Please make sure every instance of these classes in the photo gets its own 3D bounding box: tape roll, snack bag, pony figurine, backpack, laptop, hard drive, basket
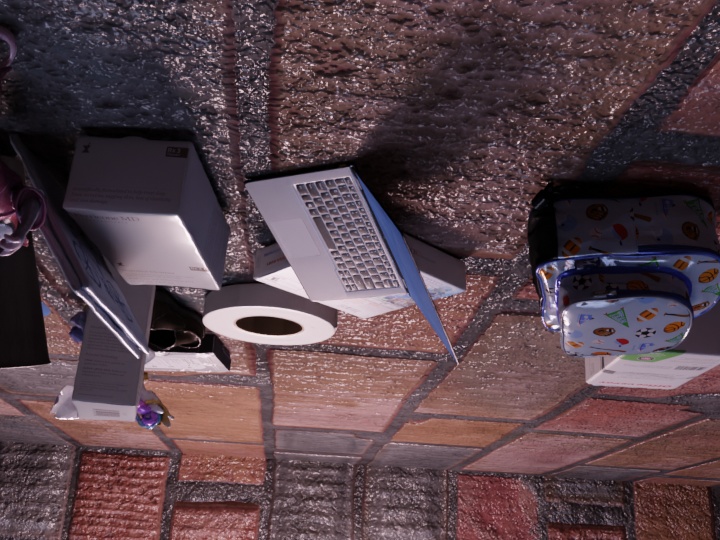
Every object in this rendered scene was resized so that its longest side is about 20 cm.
[{"bbox_3d":[-0.135,0.069,1.219,0.202,0.037,0.203,2,159,1],"label":"tape roll"},{"bbox_3d":[-0.284,-0.022,0.812,0.021,0.200,0.189,-29,158,-9],"label":"snack bag"},{"bbox_3d":[-0.375,0.147,1.237,0.166,0.200,0.193,-40,148,6],"label":"pony figurine"},{"bbox_3d":[0.277,0.000,0.840,0.190,0.155,0.200,-12,154,9],"label":"backpack"},{"bbox_3d":[-0.011,0.000,0.824,0.199,0.116,0.188,-6,134,23],"label":"laptop"},{"bbox_3d":[-0.345,0.150,1.464,0.199,0.038,0.140,1,160,3],"label":"hard drive"},{"bbox_3d":[-0.389,-0.010,0.782,0.180,0.201,0.136,4,178,-23],"label":"basket"}]

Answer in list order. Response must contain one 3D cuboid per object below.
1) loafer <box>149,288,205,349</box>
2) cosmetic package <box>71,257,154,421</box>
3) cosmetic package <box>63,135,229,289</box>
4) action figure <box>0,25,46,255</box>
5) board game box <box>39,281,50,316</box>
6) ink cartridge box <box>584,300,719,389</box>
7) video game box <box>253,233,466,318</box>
[{"bbox_3d":[-0.302,0.090,1.248,0.073,0.072,0.200,-3,158,14],"label":"loafer"},{"bbox_3d":[-0.321,0.089,1.070,0.081,0.201,0.113,7,157,-13],"label":"cosmetic package"},{"bbox_3d":[-0.208,-0.053,0.825,0.112,0.081,0.200,3,160,5],"label":"cosmetic package"},{"bbox_3d":[-0.328,-0.085,0.669,0.133,0.149,0.200,4,155,3],"label":"action figure"},{"bbox_3d":[-0.534,0.016,1.138,0.200,0.039,0.158,26,155,-35],"label":"board game box"},{"bbox_3d":[0.424,0.109,1.178,0.146,0.085,0.200,4,160,-2],"label":"ink cartridge box"},{"bbox_3d":[0.000,0.000,1.006,0.182,0.047,0.200,-15,153,42],"label":"video game box"}]
